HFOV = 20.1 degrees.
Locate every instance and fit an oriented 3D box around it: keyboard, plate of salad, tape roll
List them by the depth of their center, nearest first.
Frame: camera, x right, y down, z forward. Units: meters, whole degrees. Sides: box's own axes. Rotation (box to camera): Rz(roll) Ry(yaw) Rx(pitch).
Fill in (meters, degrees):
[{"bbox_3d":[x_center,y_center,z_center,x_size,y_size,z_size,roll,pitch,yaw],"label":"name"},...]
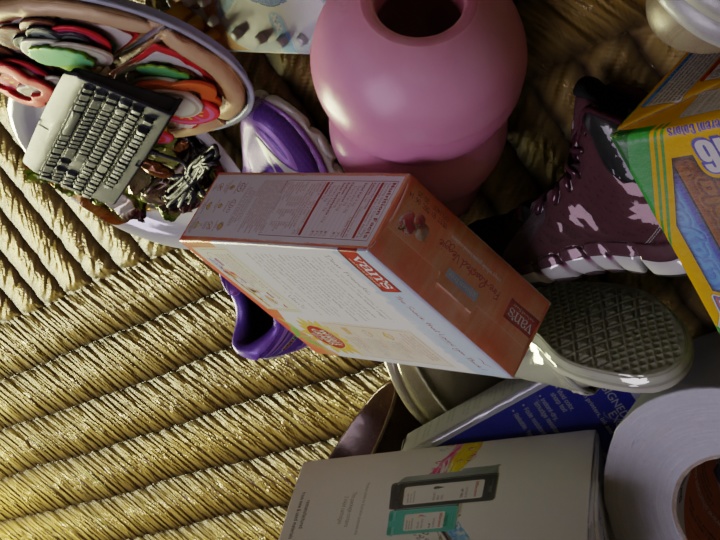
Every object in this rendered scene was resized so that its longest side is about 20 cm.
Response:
[{"bbox_3d":[0.248,0.135,1.221,0.199,0.066,0.201,19,130,24],"label":"tape roll"},{"bbox_3d":[-0.152,-0.078,1.346,0.126,0.021,0.200,16,162,-13],"label":"keyboard"},{"bbox_3d":[-0.171,-0.071,1.473,0.199,0.048,0.201,20,149,13],"label":"plate of salad"}]

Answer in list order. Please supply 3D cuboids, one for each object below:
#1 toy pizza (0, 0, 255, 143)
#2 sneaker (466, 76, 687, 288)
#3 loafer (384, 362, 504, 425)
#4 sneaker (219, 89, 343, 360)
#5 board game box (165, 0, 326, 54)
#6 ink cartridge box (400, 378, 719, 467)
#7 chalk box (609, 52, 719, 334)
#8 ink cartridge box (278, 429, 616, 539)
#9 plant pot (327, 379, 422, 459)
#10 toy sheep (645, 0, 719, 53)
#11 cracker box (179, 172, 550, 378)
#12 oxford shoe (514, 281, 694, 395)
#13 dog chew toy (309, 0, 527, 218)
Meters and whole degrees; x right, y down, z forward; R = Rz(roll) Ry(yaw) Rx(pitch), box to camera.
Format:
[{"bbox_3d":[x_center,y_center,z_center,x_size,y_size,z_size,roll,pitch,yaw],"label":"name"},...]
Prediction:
[{"bbox_3d":[-0.166,-0.123,1.302,0.199,0.032,0.200,11,162,4],"label":"toy pizza"},{"bbox_3d":[0.127,-0.057,1.183,0.199,0.076,0.116,-5,117,40],"label":"sneaker"},{"bbox_3d":[0.051,0.039,1.357,0.200,0.076,0.068,54,152,-14],"label":"loafer"},{"bbox_3d":[-0.060,-0.023,1.381,0.080,0.083,0.201,26,130,41],"label":"sneaker"},{"bbox_3d":[-0.086,-0.216,1.269,0.199,0.026,0.201,8,133,44],"label":"board game box"},{"bbox_3d":[0.161,0.144,1.341,0.199,0.047,0.198,-30,107,19],"label":"ink cartridge box"},{"bbox_3d":[0.243,-0.028,1.025,0.123,0.124,0.201,-5,122,50],"label":"chalk box"},{"bbox_3d":[0.062,0.207,1.282,0.199,0.146,0.148,-7,115,12],"label":"ink cartridge box"},{"bbox_3d":[0.061,0.210,1.467,0.199,0.188,0.187,31,148,-7],"label":"plant pot"},{"bbox_3d":[0.185,-0.173,0.924,0.138,0.138,0.200,39,142,8],"label":"toy sheep"},{"bbox_3d":[0.000,0.000,1.225,0.134,0.058,0.199,41,160,-31],"label":"cracker box"},{"bbox_3d":[0.133,0.046,1.245,0.200,0.075,0.058,11,134,53],"label":"oxford shoe"},{"bbox_3d":[0.034,-0.094,1.193,0.124,0.125,0.200,31,153,20],"label":"dog chew toy"}]
